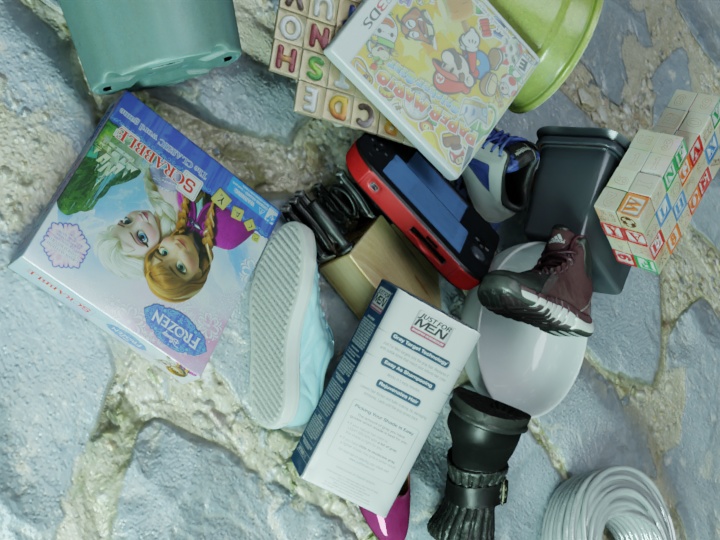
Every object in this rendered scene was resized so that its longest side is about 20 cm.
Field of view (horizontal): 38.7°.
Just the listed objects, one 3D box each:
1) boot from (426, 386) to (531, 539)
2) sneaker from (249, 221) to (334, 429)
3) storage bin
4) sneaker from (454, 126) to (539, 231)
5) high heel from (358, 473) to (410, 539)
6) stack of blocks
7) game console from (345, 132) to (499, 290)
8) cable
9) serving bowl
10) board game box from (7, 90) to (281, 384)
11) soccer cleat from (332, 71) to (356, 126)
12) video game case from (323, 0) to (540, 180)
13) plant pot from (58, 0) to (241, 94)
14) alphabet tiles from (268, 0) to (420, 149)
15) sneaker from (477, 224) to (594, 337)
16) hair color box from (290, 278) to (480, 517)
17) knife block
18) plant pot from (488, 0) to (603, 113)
[{"bbox_3d":[0.114,0.207,1.030,0.211,0.078,0.160,35,74,-73],"label":"boot"},{"bbox_3d":[-0.063,0.055,1.028,0.081,0.073,0.204,9,88,-50],"label":"sneaker"},{"bbox_3d":[0.271,-0.067,1.267,0.200,0.144,0.136,43,63,-48],"label":"storage bin"},{"bbox_3d":[0.154,-0.148,1.216,0.080,0.115,0.202,-20,89,-39],"label":"sneaker"},{"bbox_3d":[0.034,0.180,1.049,0.067,0.096,0.203,-8,82,-37],"label":"high heel"},{"bbox_3d":[0.359,-0.114,1.205,0.201,0.058,0.115,-56,139,-16],"label":"stack of blocks"},{"bbox_3d":[0.074,-0.079,1.128,0.200,0.031,0.177,47,28,-5],"label":"game console"},{"bbox_3d":[0.299,0.336,1.220,0.199,0.069,0.202,-37,99,-38],"label":"cable"},{"bbox_3d":[0.181,0.068,1.195,0.198,0.065,0.204,-3,95,-41],"label":"serving bowl"},{"bbox_3d":[-0.195,-0.031,0.973,0.199,0.041,0.202,37,59,-23],"label":"board game box"},{"bbox_3d":[0.041,-0.212,1.155,0.198,0.069,0.079,-15,110,-31],"label":"soccer cleat"},{"bbox_3d":[0.083,-0.233,1.112,0.200,0.023,0.183,42,72,-18],"label":"video game case"},{"bbox_3d":[-0.204,-0.278,0.952,0.198,0.199,0.199,-18,95,-38],"label":"plant pot"},{"bbox_3d":[0.000,-0.233,1.091,0.197,0.008,0.170,13,80,-26],"label":"alphabet tiles"},{"bbox_3d":[0.197,-0.002,1.122,0.199,0.075,0.117,24,73,-50],"label":"sneaker"},{"bbox_3d":[0.023,0.123,0.994,0.099,0.060,0.202,28,92,-17],"label":"hair color box"},{"bbox_3d":[0.000,0.000,1.095,0.173,0.064,0.204,6,74,-34],"label":"knife block"},{"bbox_3d":[0.158,-0.321,1.230,0.182,0.200,0.203,24,64,-19],"label":"plant pot"}]
